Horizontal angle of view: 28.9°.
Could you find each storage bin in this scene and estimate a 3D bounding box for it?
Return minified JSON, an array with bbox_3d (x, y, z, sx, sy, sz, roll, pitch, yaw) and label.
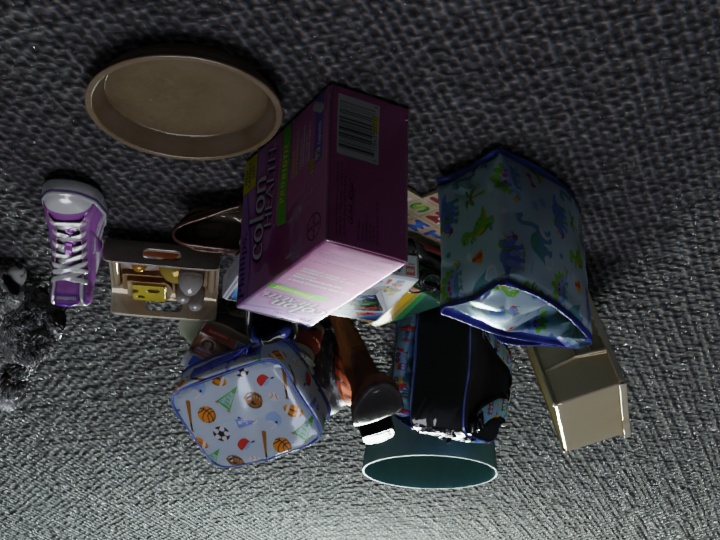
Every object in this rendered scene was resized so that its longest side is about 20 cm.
[{"bbox_3d":[0.265,0.106,1.783,0.093,0.200,0.200,-19,153,4],"label":"storage bin"}]

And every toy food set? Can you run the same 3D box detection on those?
[{"bbox_3d":[-0.252,0.020,1.776,0.142,0.061,0.200,4,158,-6],"label":"toy food set"}]

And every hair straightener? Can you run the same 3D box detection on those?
[{"bbox_3d":[0.110,0.011,1.704,0.041,0.078,0.199,-17,154,37],"label":"hair straightener"}]

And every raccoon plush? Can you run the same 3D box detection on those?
[{"bbox_3d":[-0.469,0.084,1.811,0.133,0.201,0.097,20,-179,-34],"label":"raccoon plush"}]

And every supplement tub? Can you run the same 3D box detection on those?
[{"bbox_3d":[-0.099,0.147,1.973,0.198,0.123,0.123,-5,154,14],"label":"supplement tub"}]

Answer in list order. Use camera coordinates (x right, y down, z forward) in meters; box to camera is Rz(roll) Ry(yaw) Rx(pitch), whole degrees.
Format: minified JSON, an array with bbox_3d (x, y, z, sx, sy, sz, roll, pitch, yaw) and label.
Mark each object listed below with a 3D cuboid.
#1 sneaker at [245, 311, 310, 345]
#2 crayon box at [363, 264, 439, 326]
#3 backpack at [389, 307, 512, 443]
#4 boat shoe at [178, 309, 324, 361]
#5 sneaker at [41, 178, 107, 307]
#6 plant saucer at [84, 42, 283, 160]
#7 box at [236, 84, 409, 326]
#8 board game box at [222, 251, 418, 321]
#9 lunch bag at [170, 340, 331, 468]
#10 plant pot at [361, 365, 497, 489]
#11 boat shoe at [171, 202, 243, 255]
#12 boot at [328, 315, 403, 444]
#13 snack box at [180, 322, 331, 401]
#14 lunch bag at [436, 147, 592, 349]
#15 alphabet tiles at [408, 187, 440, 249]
[{"bbox_3d":[-0.109,0.051,1.775,0.080,0.116,0.200,-3,155,11],"label":"sneaker"},{"bbox_3d":[0.000,0.000,1.711,0.118,0.059,0.199,-20,148,37],"label":"crayon box"},{"bbox_3d":[0.134,0.147,1.910,0.134,0.184,0.200,1,168,21],"label":"backpack"},{"bbox_3d":[-0.148,0.084,1.905,0.198,0.063,0.071,10,138,13],"label":"boat shoe"},{"bbox_3d":[-0.336,-0.021,1.637,0.072,0.115,0.201,3,154,-1],"label":"sneaker"},{"bbox_3d":[-0.176,-0.171,1.406,0.198,0.030,0.200,1,156,0],"label":"plant saucer"},{"bbox_3d":[-0.041,-0.063,1.453,0.096,0.177,0.200,14,153,-26],"label":"box"},{"bbox_3d":[-0.048,0.009,1.616,0.199,0.035,0.126,9,153,-20],"label":"board game box"},{"bbox_3d":[-0.143,0.171,1.850,0.199,0.076,0.161,-21,111,24],"label":"lunch bag"},{"bbox_3d":[0.103,0.222,2.071,0.199,0.162,0.201,1,158,1],"label":"plant pot"},{"bbox_3d":[-0.120,-0.046,1.598,0.198,0.073,0.072,2,-174,13],"label":"boat shoe"},{"bbox_3d":[0.000,0.103,1.795,0.068,0.201,0.188,-17,158,1],"label":"boot"},{"bbox_3d":[-0.142,0.147,1.893,0.199,0.024,0.072,30,127,-7],"label":"snack box"},{"bbox_3d":[0.182,-0.015,1.550,0.199,0.171,0.127,19,150,-37],"label":"lunch bag"},{"bbox_3d":[0.055,-0.051,1.676,0.199,0.008,0.167,-19,148,38],"label":"alphabet tiles"}]
